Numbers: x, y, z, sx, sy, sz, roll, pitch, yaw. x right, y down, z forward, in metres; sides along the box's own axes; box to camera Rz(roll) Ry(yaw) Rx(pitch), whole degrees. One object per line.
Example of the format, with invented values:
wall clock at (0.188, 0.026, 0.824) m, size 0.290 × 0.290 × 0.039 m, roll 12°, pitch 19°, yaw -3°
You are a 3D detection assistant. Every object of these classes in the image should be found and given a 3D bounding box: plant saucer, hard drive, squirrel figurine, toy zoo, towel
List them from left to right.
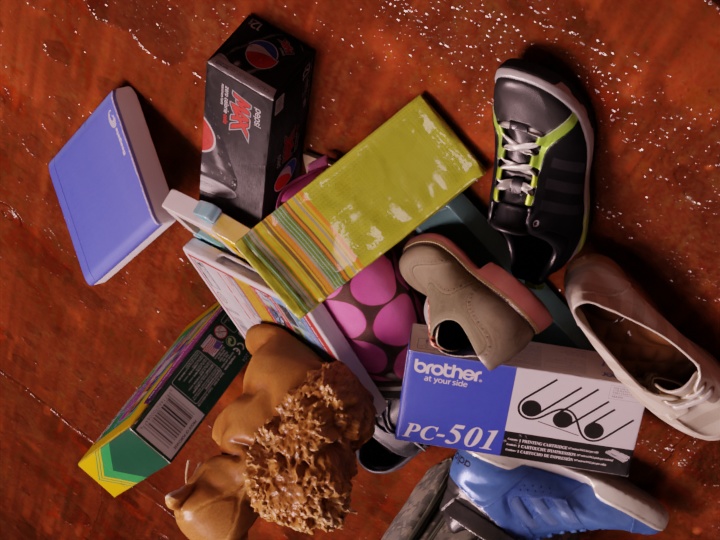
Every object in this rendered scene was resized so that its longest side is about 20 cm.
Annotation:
hard drive at (-0.239, -0.076, 1.672) m, size 0.200 × 0.025 × 0.133 m, roll -32°, pitch 75°, yaw 59°
toy zoo at (-0.099, -0.015, 1.586) m, size 0.131 × 0.021 × 0.200 m, roll 28°, pitch 172°, yaw 25°
squirrel figurine at (-0.079, 0.162, 1.517) m, size 0.142 × 0.187 × 0.200 m, roll 50°, pitch 162°, yaw -17°
towel at (-0.001, -0.048, 1.403) m, size 0.200 × 0.018 × 0.086 m, roll -38°, pitch 109°, yaw 18°
plant saucer at (0.119, 0.011, 1.469) m, size 0.200 × 0.019 × 0.070 m, roll 47°, pitch 146°, yaw -17°

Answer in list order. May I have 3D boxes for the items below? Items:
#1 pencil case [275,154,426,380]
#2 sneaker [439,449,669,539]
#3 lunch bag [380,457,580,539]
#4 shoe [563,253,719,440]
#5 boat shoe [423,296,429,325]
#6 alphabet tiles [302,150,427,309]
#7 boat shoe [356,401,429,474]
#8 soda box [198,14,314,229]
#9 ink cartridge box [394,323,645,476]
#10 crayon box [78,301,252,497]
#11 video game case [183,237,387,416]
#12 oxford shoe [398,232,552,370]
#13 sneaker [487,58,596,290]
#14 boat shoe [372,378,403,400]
pencil case at (0.000, 0.000, 1.512) m, size 0.090 × 0.094 × 0.201 m, roll -21°, pitch 128°, yaw 4°
sneaker at (0.169, 0.223, 1.581) m, size 0.199 × 0.112 × 0.077 m, roll 21°, pitch -174°, yaw -3°
lunch bag at (0.088, 0.283, 1.700) m, size 0.167 × 0.200 × 0.140 m, roll -2°, pitch 132°, yaw 46°
shoe at (0.227, 0.072, 1.375) m, size 0.070 × 0.053 × 0.200 m, roll -38°, pitch 110°, yaw 22°
boat shoe at (0.117, 0.091, 1.535) m, size 0.200 × 0.071 × 0.064 m, roll 46°, pitch 149°, yaw -18°
alphabet tiles at (0.031, -0.009, 1.555) m, size 0.166 × 0.008 × 0.201 m, roll 23°, pitch 147°, yaw 24°
boat shoe at (0.045, 0.144, 1.695) m, size 0.074 × 0.062 × 0.200 m, roll 39°, pitch 149°, yaw 2°
soda box at (-0.090, -0.118, 1.479) m, size 0.071 × 0.063 × 0.200 m, roll 30°, pitch 149°, yaw 12°
ink cartridge box at (0.133, 0.108, 1.463) m, size 0.199 × 0.044 × 0.095 m, roll 9°, pitch 122°, yaw 2°
crayon box at (-0.182, 0.121, 1.763) m, size 0.058 × 0.200 × 0.172 m, roll 41°, pitch 150°, yaw -7°
video game case at (-0.070, 0.050, 1.586) m, size 0.200 × 0.017 × 0.143 m, roll 25°, pitch 154°, yaw 48°
oxford shoe at (0.071, 0.024, 1.406) m, size 0.070 × 0.075 × 0.200 m, roll 47°, pitch 171°, yaw -25°
sneaker at (0.130, -0.063, 1.299) m, size 0.071 × 0.083 × 0.201 m, roll 16°, pitch 144°, yaw 32°
boat shoe at (0.011, 0.087, 1.637) m, size 0.201 × 0.072 × 0.061 m, roll 15°, pitch 149°, yaw 53°
